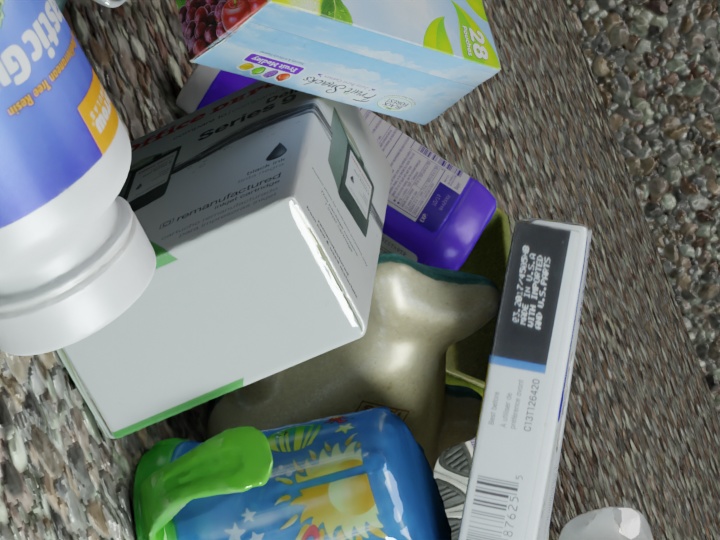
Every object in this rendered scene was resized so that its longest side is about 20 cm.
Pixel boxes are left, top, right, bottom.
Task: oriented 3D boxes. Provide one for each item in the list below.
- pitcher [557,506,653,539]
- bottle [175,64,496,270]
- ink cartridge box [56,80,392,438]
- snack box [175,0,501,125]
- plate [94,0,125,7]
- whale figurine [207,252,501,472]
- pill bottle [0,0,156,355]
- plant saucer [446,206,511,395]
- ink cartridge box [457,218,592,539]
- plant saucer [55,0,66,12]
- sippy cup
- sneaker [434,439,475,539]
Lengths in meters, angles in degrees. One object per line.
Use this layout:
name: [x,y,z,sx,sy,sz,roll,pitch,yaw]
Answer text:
pitcher: [0.218,0.308,2.143,0.200,0.121,0.172,-109,-173,-60]
bottle: [-0.017,-0.065,1.647,0.200,0.065,0.084,33,38,-1]
ink cartridge box: [-0.070,-0.017,1.388,0.084,0.146,0.200,61,15,-20]
snack box: [-0.027,-0.188,1.404,0.168,0.068,0.200,13,55,-43]
plate: [-0.153,-0.246,1.388,0.200,0.032,0.200,50,40,-11]
whale figurine: [-0.003,0.049,1.461,0.159,0.200,0.104,13,44,-22]
pill bottle: [-0.166,-0.066,1.154,0.112,0.112,0.200,-87,152,-59]
plant saucer: [0.000,0.000,1.683,0.200,0.048,0.200,23,33,-18]
ink cartridge box: [0.086,0.071,1.423,0.200,0.047,0.198,-6,105,-86]
plant saucer: [-0.199,-0.212,1.418,0.200,0.027,0.201,-21,90,-76]
sippy cup: [-0.028,0.133,1.368,0.178,0.130,0.140,-32,101,-76]
sneaker: [0.094,0.195,1.921,0.083,0.080,0.200,-120,-169,-66]
